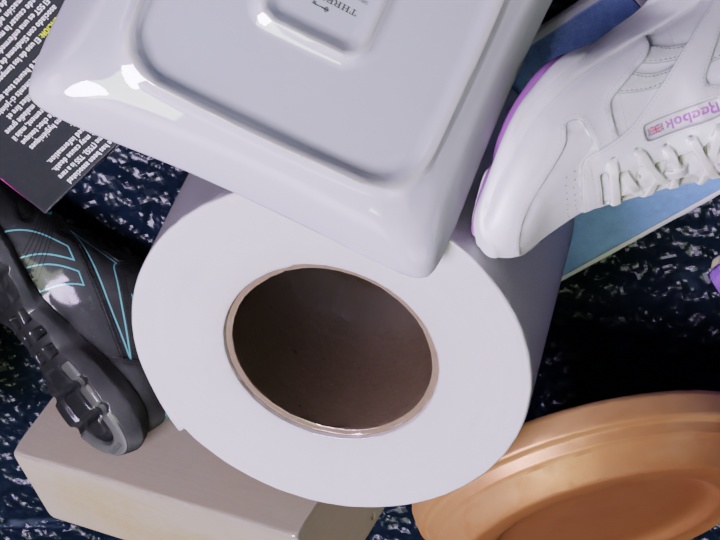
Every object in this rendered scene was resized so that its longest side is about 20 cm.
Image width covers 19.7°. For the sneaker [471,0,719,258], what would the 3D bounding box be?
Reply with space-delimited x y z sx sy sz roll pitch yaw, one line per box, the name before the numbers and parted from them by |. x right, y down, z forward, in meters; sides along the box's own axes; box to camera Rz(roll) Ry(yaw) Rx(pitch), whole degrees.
sneaker | 0.137 -0.069 0.935 0.100 0.200 0.075 45 172 22

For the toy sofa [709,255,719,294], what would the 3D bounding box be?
toy sofa | 0.248 0.071 1.050 0.097 0.083 0.200 -8 139 30

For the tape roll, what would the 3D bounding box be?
tape roll | 0.000 0.000 1.046 0.202 0.139 0.203 9 130 11

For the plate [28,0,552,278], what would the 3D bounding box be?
plate | -0.015 -0.124 0.903 0.199 0.032 0.200 25 88 -10

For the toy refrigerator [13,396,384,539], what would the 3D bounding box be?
toy refrigerator | -0.091 0.119 1.183 0.200 0.076 0.070 12 142 30

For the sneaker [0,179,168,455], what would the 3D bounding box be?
sneaker | -0.169 0.008 1.168 0.200 0.079 0.075 55 150 -3

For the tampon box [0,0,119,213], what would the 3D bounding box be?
tampon box | -0.168 -0.160 0.979 0.200 0.150 0.126 41 126 -16

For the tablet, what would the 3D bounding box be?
tablet | 0.099 -0.058 1.070 0.200 0.014 0.130 -30 114 34

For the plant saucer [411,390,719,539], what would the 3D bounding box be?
plant saucer | 0.128 0.122 1.118 0.200 0.038 0.200 -10 155 -5
